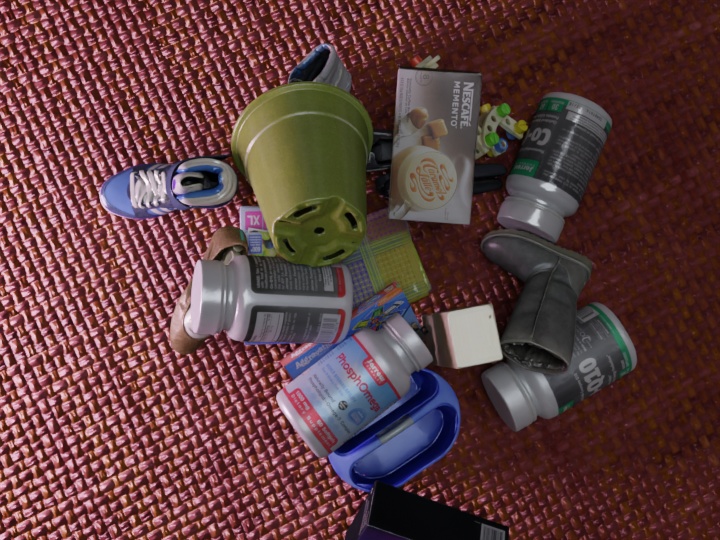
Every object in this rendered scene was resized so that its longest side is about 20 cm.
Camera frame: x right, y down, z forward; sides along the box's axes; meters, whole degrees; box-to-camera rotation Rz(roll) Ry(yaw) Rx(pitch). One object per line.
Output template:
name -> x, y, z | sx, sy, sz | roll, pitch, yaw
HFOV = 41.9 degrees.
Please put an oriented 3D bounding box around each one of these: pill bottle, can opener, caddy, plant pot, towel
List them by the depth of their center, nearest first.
plant pot -> -0.066, -0.112, 1.243 | 0.199, 0.201, 0.191 | -6, 46, -6
pill bottle -> -0.119, 0.038, 1.245 | 0.199, 0.114, 0.115 | 3, 86, -18
pill bottle -> -0.005, 0.149, 1.252 | 0.200, 0.109, 0.109 | -38, 91, -5
caddy -> 0.045, 0.223, 1.329 | 0.200, 0.105, 0.142 | -33, 89, -7
pill bottle -> 0.283, 0.140, 1.350 | 0.199, 0.113, 0.113 | -29, 90, -7
towel -> 0.000, 0.000, 1.360 | 0.199, 0.023, 0.144 | -22, 93, -19
can opener -> 0.123, -0.131, 1.377 | 0.199, 0.064, 0.079 | -9, 58, -12
pill bottle -> 0.281, -0.148, 1.377 | 0.113, 0.113, 0.201 | 24, 83, -4

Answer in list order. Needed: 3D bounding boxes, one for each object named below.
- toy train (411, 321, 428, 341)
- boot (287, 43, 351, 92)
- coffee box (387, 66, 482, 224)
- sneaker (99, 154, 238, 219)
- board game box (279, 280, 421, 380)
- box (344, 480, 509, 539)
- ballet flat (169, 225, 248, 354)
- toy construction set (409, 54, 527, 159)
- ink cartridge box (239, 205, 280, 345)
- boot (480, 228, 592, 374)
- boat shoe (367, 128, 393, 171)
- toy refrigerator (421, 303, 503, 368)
toy train -> 0.010, 0.137, 1.333 | 0.200, 0.046, 0.034 | -33, 100, -5
boot -> -0.092, -0.232, 1.342 | 0.073, 0.096, 0.200 | 28, 78, 26
coffee box -> 0.100, -0.170, 1.271 | 0.114, 0.080, 0.201 | 5, 104, 3
sneaker -> -0.269, -0.120, 1.299 | 0.199, 0.146, 0.081 | -3, 86, -7
board game box -> -0.009, 0.110, 1.348 | 0.200, 0.019, 0.103 | -34, 127, -7
box -> 0.086, 0.389, 1.301 | 0.199, 0.141, 0.079 | 20, 44, -4
ballet flat -> -0.207, 0.035, 1.314 | 0.068, 0.072, 0.201 | 25, 95, -33
toy construction set -> 0.140, -0.239, 1.363 | 0.200, 0.092, 0.131 | 43, 53, 4
ink cartridge box -> -0.114, 0.007, 1.362 | 0.119, 0.042, 0.201 | -1, 88, -6
boot -> 0.229, 0.042, 1.320 | 0.181, 0.073, 0.200 | 16, 54, 19
boat shoe -> 0.019, -0.180, 1.376 | 0.199, 0.063, 0.073 | -1, 86, -6
toy refrigerator -> 0.140, 0.090, 1.302 | 0.070, 0.200, 0.076 | -11, 87, -7
